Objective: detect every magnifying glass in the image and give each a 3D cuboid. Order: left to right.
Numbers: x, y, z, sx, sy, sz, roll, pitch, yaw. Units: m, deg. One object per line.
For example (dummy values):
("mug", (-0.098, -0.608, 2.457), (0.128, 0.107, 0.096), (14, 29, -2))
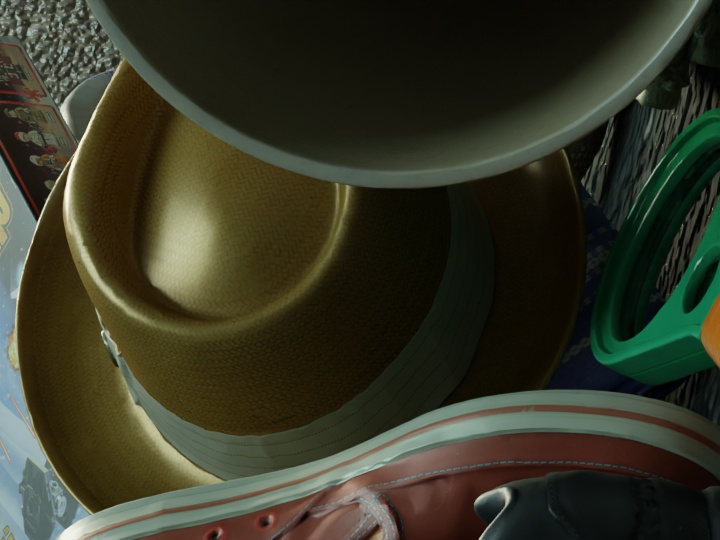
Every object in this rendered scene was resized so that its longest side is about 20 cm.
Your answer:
("magnifying glass", (0.096, 0.007, 0.782), (0.080, 0.022, 0.200), (-62, 9, 10))

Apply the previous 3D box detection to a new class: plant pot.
("plant pot", (0.028, -0.131, 0.851), (0.200, 0.187, 0.188), (-40, -35, -74))

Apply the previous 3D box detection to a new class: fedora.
("fedora", (-0.031, -0.013, 0.886), (0.082, 0.200, 0.201), (56, -143, -51))

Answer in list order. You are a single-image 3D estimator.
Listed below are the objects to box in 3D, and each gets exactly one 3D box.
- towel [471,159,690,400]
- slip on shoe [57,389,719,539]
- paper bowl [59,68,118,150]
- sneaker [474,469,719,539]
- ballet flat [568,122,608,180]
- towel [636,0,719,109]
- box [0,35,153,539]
("towel", (0.000, 0.000, 0.927), (0.200, 0.145, 0.024), (58, -176, 37))
("slip on shoe", (0.009, 0.081, 0.799), (0.074, 0.199, 0.061), (51, -153, -52))
("paper bowl", (-0.027, 0.009, 1.098), (0.201, 0.200, 0.105), (-90, 18, -67))
("sneaker", (0.044, 0.130, 0.724), (0.076, 0.090, 0.201), (-95, 17, -66))
("ballet flat", (0.078, -0.119, 1.084), (0.065, 0.070, 0.201), (176, 103, -69))
("towel", (0.113, -0.158, 0.955), (0.148, 0.036, 0.201), (-103, 26, -75))
("box", (-0.123, 0.033, 1.024), (0.137, 0.040, 0.200), (-57, 47, 32))
